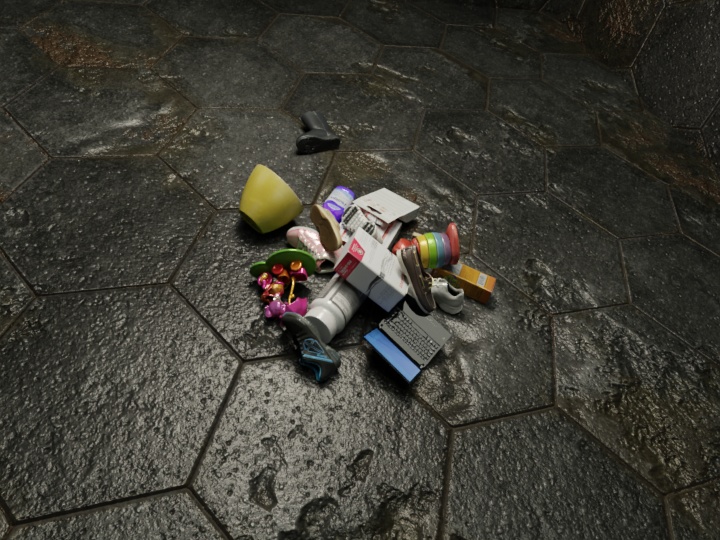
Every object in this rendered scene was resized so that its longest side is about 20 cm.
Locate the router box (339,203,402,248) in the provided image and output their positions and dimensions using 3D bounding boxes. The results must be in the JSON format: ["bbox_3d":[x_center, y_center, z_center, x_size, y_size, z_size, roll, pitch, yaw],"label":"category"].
[{"bbox_3d":[0.021,-0.119,1.815,0.176,0.050,0.201,25,46,9],"label":"router box"}]

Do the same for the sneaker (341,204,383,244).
[{"bbox_3d":[0.005,-0.136,1.750,0.081,0.075,0.201,39,8,-43],"label":"sneaker"}]

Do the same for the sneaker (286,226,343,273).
[{"bbox_3d":[-0.144,-0.060,1.694,0.195,0.076,0.106,22,40,0],"label":"sneaker"}]

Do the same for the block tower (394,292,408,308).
[{"bbox_3d":[0.105,0.050,1.677,0.052,0.059,0.203,2,45,-13],"label":"block tower"}]

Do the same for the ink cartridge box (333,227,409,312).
[{"bbox_3d":[0.037,-0.003,1.549,0.198,0.084,0.146,38,31,-9],"label":"ink cartridge box"}]

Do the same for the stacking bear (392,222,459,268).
[{"bbox_3d":[0.191,-0.061,1.691,0.194,0.122,0.117,-7,69,-6],"label":"stacking bear"}]

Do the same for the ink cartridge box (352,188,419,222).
[{"bbox_3d":[0.084,-0.205,1.879,0.158,0.048,0.198,31,37,24],"label":"ink cartridge box"}]

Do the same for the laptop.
[{"bbox_3d":[0.128,0.177,1.507,0.177,0.104,0.200,42,76,12],"label":"laptop"}]

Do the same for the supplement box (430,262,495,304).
[{"bbox_3d":[0.318,0.026,1.751,0.196,0.067,0.069,26,49,10],"label":"supplement box"}]

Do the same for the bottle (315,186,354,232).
[{"bbox_3d":[-0.087,-0.198,1.848,0.082,0.066,0.202,24,46,7],"label":"bottle"}]

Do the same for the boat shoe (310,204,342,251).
[{"bbox_3d":[-0.090,-0.132,1.693,0.063,0.072,0.202,6,38,-34],"label":"boat shoe"}]

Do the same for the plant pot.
[{"bbox_3d":[-0.294,-0.201,1.729,0.198,0.201,0.143,36,76,19],"label":"plant pot"}]

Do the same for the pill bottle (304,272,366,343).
[{"bbox_3d":[-0.071,0.100,1.539,0.112,0.115,0.201,28,47,12],"label":"pill bottle"}]

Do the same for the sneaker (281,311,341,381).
[{"bbox_3d":[-0.137,0.193,1.435,0.200,0.073,0.082,45,60,2],"label":"sneaker"}]

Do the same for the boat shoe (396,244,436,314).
[{"bbox_3d":[0.166,0.025,1.537,0.058,0.204,0.072,-21,14,21],"label":"boat shoe"}]

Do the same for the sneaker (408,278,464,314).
[{"bbox_3d":[0.223,0.054,1.684,0.195,0.088,0.075,20,46,5],"label":"sneaker"}]

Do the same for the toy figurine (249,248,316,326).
[{"bbox_3d":[-0.215,0.065,1.539,0.194,0.152,0.188,-9,56,7],"label":"toy figurine"}]

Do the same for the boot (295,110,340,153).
[{"bbox_3d":[-0.189,-0.529,2.120,0.196,0.077,0.170,-14,56,-35],"label":"boot"}]

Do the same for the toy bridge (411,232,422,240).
[{"bbox_3d":[0.183,-0.041,1.803,0.065,0.028,0.203,18,46,0],"label":"toy bridge"}]
